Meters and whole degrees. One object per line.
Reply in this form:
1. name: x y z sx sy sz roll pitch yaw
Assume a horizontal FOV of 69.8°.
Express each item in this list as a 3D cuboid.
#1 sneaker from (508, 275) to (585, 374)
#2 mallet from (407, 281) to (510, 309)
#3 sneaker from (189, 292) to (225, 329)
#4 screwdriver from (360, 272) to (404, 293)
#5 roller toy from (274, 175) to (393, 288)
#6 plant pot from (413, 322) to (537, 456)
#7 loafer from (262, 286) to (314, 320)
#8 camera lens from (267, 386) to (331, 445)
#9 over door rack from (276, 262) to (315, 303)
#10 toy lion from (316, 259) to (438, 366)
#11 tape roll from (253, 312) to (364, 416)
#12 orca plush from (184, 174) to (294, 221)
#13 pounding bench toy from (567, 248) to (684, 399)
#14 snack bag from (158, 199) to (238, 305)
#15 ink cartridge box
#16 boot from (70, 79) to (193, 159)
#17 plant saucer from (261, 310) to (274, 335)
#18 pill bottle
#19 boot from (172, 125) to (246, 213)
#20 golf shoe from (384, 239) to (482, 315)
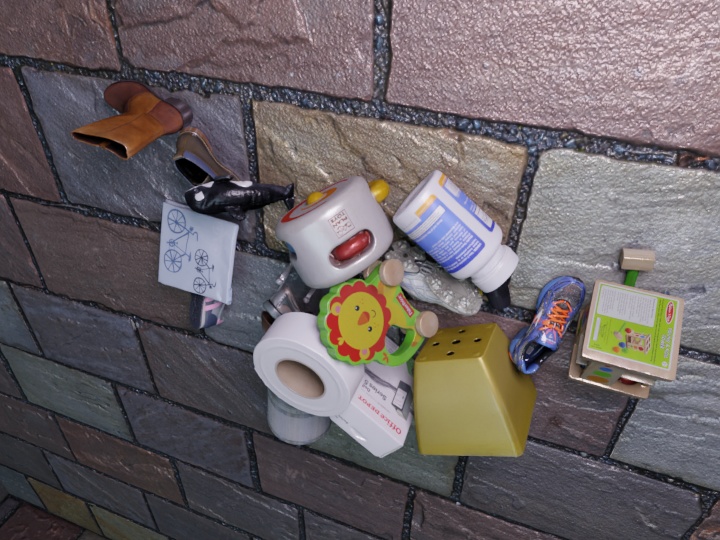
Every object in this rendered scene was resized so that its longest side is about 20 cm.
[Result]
1. sneaker: 0.329 0.101 0.893 0.075 0.079 0.202 21 114 1
2. mallet: 0.177 0.032 0.959 0.198 0.041 0.067 2 122 29
3. sneaker: -0.334 0.041 1.187 0.070 0.081 0.202 39 117 34
4. screwdriver: 0.000 0.000 1.021 0.199 0.028 0.029 33 100 1
5. roller toy: -0.046 -0.073 0.886 0.198 0.183 0.141 -19 112 33
6. plant pot: 0.206 0.213 0.983 0.198 0.200 0.178 -10 106 30
7. loafer: -0.115 0.102 1.036 0.072 0.063 0.200 39 173 40
8. camera lens: -0.138 0.292 1.205 0.158 0.160 0.202 18 129 12
9. over door rack: -0.113 0.063 1.091 0.147 0.067 0.201 34 130 0
10. toy lion: 0.023 0.090 0.893 0.068 0.192 0.201 0 132 55
11. tape roll: -0.096 0.174 0.947 0.200 0.071 0.204 16 134 17
12. orca plush: -0.216 -0.115 0.948 0.198 0.072 0.105 2 153 -29
13. pounding bench toy: 0.424 0.082 0.831 0.123 0.202 0.156 13 160 18
14. snack bag: -0.350 -0.040 1.114 0.198 0.021 0.191 15 107 17
15. ink cartridge box: 0.042 0.253 1.068 0.145 0.201 0.084 41 131 -8
16. boot: -0.429 -0.264 0.914 0.187 0.201 0.069 26 130 5
17. plant saucer: -0.138 0.159 1.100 0.200 0.200 0.037 37 91 -4
18. pill bottle: 0.160 -0.058 0.849 0.200 0.112 0.112 42 130 -8
19. boot: -0.283 -0.163 0.970 0.074 0.097 0.201 -22 126 17
20. golf shoe: 0.131 0.026 0.946 0.199 0.078 0.098 36 150 21
